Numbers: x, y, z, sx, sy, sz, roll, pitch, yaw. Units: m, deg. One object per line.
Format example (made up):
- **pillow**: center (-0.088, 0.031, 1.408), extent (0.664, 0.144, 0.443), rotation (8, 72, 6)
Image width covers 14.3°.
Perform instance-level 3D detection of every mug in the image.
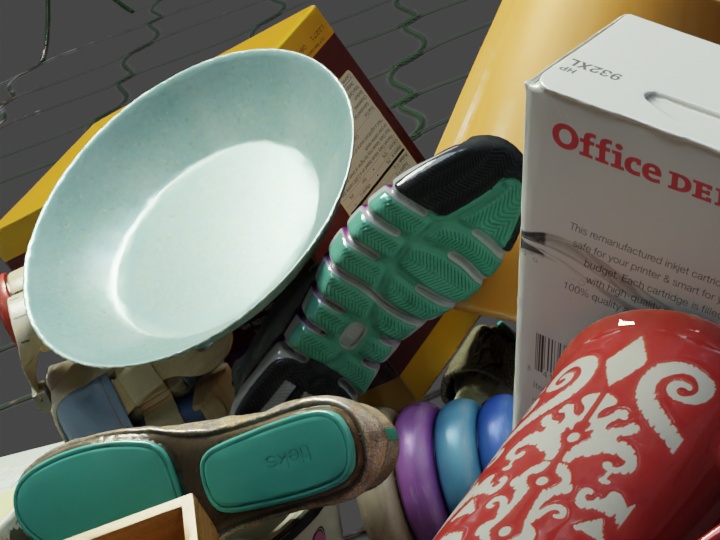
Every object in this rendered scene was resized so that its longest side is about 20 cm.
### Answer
- **mug**: center (0.100, 0.108, 1.163), extent (0.200, 0.133, 0.178), rotation (-44, -12, -46)

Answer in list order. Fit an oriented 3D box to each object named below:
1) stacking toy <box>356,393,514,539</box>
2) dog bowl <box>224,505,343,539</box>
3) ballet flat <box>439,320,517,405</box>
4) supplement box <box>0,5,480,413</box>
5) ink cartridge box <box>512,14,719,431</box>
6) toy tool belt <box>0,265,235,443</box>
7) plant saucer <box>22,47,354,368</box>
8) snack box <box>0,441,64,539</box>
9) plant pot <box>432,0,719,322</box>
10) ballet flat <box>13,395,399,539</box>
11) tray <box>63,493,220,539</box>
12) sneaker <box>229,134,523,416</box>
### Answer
- **stacking toy**: center (0.100, 0.087, 1.401), extent (0.200, 0.085, 0.085), rotation (-15, 15, 14)
- **dog bowl**: center (-0.093, 0.165, 1.416), extent (0.200, 0.074, 0.200), rotation (-22, 14, 6)
- **ballet flat**: center (0.085, 0.071, 1.530), extent (0.075, 0.068, 0.200), rotation (-47, 12, -7)
- **supplement box**: center (-0.064, -0.007, 1.655), extent (0.197, 0.200, 0.133), rotation (-24, 18, 39)
- **ink cartridge box**: center (0.150, 0.007, 1.265), extent (0.145, 0.200, 0.084), rotation (22, 40, 29)
- **toy tool belt**: center (-0.102, 0.064, 1.551), extent (0.123, 0.200, 0.125), rotation (-25, 23, 2)
- **plant saucer**: center (-0.080, -0.024, 1.465), extent (0.201, 0.039, 0.201), rotation (-22, 43, 22)
- **snack box**: center (-0.226, 0.155, 1.541), extent (0.116, 0.037, 0.200), rotation (-15, 15, 24)
- **plant pot**: center (0.123, -0.058, 1.503), extent (0.200, 0.183, 0.200), rotation (12, 0, 0)
- **ballet flat**: center (-0.069, 0.100, 1.365), extent (0.200, 0.068, 0.067), rotation (-10, -1, 27)
- **tray**: center (-0.104, 0.193, 1.245), extent (0.099, 0.037, 0.200), rotation (-21, 39, 9)
- **sneaker**: center (0.000, 0.000, 1.423), extent (0.200, 0.074, 0.088), rotation (-47, 26, 10)
